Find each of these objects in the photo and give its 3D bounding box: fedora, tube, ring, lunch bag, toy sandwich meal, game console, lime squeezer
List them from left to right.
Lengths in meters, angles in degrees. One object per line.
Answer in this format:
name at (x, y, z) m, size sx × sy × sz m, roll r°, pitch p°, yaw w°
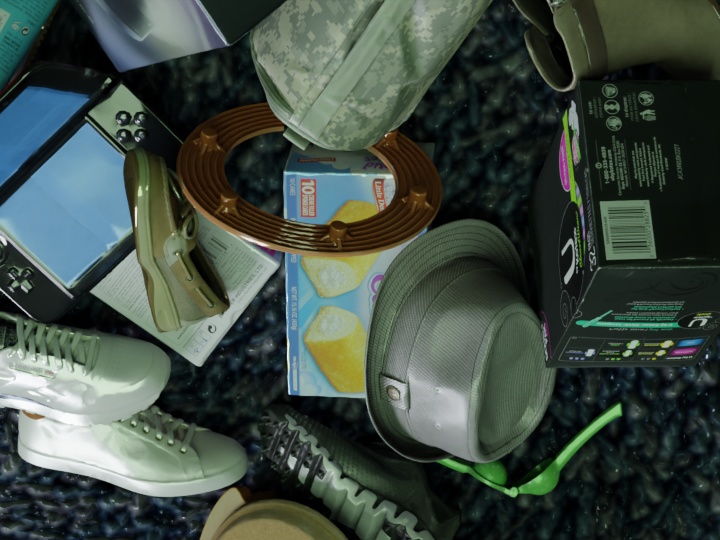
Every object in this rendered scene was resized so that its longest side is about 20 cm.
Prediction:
tube at (-0.240, -0.229, 1.445) m, size 0.077 × 0.050 × 0.201 m, roll 30°, pitch 85°, yaw -16°
game console at (-0.240, -0.052, 1.479) m, size 0.200 × 0.119 × 0.172 m, roll -41°, pitch 107°, yaw 17°
toy sandwich meal at (-0.057, 0.278, 1.647) m, size 0.204 × 0.070 × 0.207 m, roll 6°, pitch 100°, yaw 33°
ring at (-0.037, -0.075, 1.450) m, size 0.199 × 0.201 × 0.019 m, roll 11°, pitch 126°, yaw 0°
lunch bag at (0.016, -0.192, 1.406) m, size 0.139 × 0.168 × 0.200 m, roll 33°, pitch 114°, yaw -11°
fedora at (0.091, 0.070, 1.523) m, size 0.090 × 0.176 × 0.202 m, roll 28°, pitch 123°, yaw 43°
lime squeezer at (0.124, 0.157, 1.640) m, size 0.198 × 0.038 × 0.071 m, roll -7°, pitch 115°, yaw 9°

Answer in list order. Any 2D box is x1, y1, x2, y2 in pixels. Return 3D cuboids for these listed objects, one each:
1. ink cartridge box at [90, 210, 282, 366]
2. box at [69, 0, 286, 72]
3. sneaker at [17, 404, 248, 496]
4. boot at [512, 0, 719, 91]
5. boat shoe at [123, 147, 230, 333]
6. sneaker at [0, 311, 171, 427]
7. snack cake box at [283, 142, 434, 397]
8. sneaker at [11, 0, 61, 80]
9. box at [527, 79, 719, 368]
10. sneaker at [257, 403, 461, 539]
ink cartridge box at (-0.176, -0.025, 1.577) m, size 0.199 × 0.042 × 0.120 m, roll 34°, pitch 113°, yaw -14°
box at (-0.147, -0.258, 1.355) m, size 0.123 × 0.198 × 0.201 m, roll -42°, pitch 109°, yaw -23°
sneaker at (-0.191, 0.133, 1.637) m, size 0.198 × 0.073 × 0.085 m, roll 8°, pitch 119°, yaw 3°
boot at (0.185, -0.171, 1.410) m, size 0.201 × 0.146 × 0.070 m, roll 54°, pitch 143°, yaw -8°
boat shoe at (-0.140, -0.024, 1.488) m, size 0.063 × 0.074 × 0.201 m, roll -11°, pitch 142°, yaw -4°
sneaker at (-0.254, 0.073, 1.591) m, size 0.198 × 0.077 × 0.081 m, roll 1°, pitch 144°, yaw 10°
snack cake box at (0.000, 0.000, 1.558) m, size 0.114 × 0.067 × 0.201 m, roll 2°, pitch 117°, yaw 5°
sneaker at (-0.320, -0.151, 1.511) m, size 0.108 × 0.070 × 0.201 m, roll 27°, pitch 109°, yaw -13°
box at (0.202, -0.029, 1.421) m, size 0.123 × 0.150 × 0.200 m, roll -1°, pitch 158°, yaw -6°
sneaker at (0.004, 0.174, 1.643) m, size 0.200 × 0.090 × 0.067 m, roll 38°, pitch 135°, yaw 15°
